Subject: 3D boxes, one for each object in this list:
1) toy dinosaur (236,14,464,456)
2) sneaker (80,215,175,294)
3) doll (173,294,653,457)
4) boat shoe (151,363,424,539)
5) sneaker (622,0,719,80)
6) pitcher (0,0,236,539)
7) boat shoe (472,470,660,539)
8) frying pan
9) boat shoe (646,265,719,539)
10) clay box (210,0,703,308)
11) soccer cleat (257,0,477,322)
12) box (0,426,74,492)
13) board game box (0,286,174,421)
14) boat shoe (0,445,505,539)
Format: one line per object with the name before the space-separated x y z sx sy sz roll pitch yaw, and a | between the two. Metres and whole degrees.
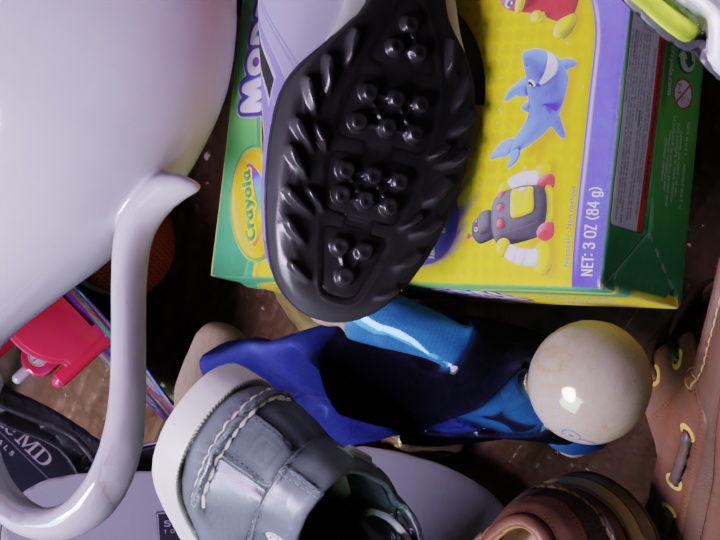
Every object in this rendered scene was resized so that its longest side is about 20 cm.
toy dinosaur | 0.000 0.000 1.052 0.101 0.058 0.200 0 122 45
sneaker | -0.101 -0.070 1.081 0.077 0.073 0.200 4 131 24
doll | 0.027 0.039 0.964 0.136 0.049 0.200 27 159 -32
boat shoe | -0.011 0.103 0.973 0.062 0.073 0.200 28 161 30
sneaker | 0.155 -0.071 0.828 0.200 0.074 0.081 35 105 -8
pitcher | -0.109 -0.024 0.975 0.171 0.121 0.200 35 99 23
boat shoe | 0.027 0.156 0.963 0.072 0.068 0.200 36 106 26
frying pan | -0.073 0.082 1.138 0.115 0.031 0.190 -11 151 20
boat shoe | 0.124 0.039 0.944 0.068 0.072 0.200 26 139 25
clay box | 0.020 -0.049 0.951 0.200 0.048 0.115 1 83 42
soccer cleat | -0.005 -0.080 0.914 0.073 0.068 0.200 -12 71 61
box | -0.210 0.158 1.273 0.148 0.200 0.107 43 141 5
board game box | -0.138 0.017 1.136 0.158 0.039 0.200 43 171 24
boat shoe | -0.040 0.109 1.105 0.200 0.069 0.057 1 154 -1
